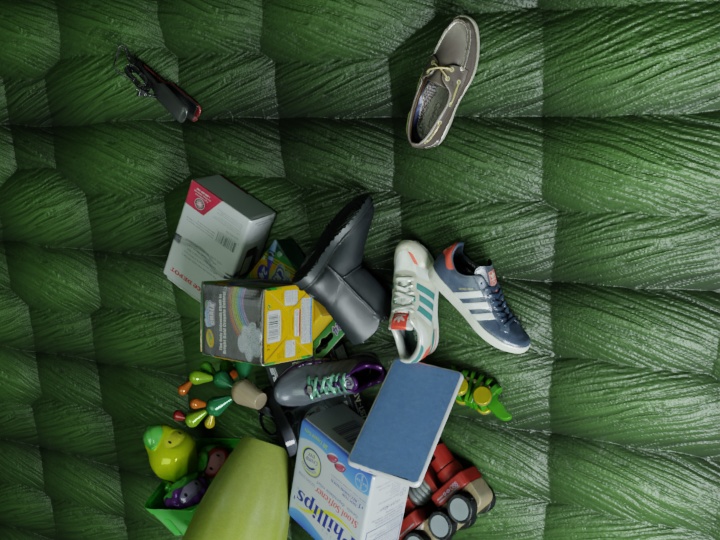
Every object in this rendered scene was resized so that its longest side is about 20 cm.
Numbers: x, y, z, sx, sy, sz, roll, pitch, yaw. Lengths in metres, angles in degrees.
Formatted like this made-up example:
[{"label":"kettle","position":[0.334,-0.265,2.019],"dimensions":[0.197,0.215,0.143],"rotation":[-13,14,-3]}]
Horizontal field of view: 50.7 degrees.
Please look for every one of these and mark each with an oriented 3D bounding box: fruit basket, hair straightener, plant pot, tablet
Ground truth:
[{"label":"fruit basket","position":[-0.329,0.381,1.469],"dimensions":[0.153,0.215,0.220],"rotation":[-6,101,28]},{"label":"hair straightener","position":[-0.379,-0.340,1.371],"dimensions":[0.200,0.077,0.041],"rotation":[46,121,10]},{"label":"plant pot","position":[-0.197,0.407,1.356],"dimensions":[0.184,0.187,0.204],"rotation":[11,75,24]},{"label":"tablet","position":[0.072,0.232,1.193],"dimensions":[0.128,0.202,0.014],"rotation":[10,145,29]}]

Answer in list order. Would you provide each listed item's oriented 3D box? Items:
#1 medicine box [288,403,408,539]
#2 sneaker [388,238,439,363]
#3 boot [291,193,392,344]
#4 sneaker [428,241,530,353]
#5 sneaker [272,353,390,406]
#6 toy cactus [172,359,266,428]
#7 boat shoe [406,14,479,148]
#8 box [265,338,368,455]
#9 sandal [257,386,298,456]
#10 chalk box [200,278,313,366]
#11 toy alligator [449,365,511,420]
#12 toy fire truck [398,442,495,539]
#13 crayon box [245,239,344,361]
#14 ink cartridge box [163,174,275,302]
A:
[{"label":"medicine box","position":[-0.019,0.364,1.278],"dimensions":[0.181,0.102,0.204],"rotation":[28,117,40]},{"label":"sneaker","position":[0.082,0.054,1.225],"dimensions":[0.069,0.093,0.204],"rotation":[1,104,27]},{"label":"boot","position":[0.000,0.000,1.259],"dimensions":[0.168,0.202,0.076],"rotation":[43,161,-24]},{"label":"sneaker","position":[0.195,0.038,1.171],"dimensions":[0.200,0.075,0.085],"rotation":[43,123,11]},{"label":"sneaker","position":[-0.050,0.182,1.274],"dimensions":[0.196,0.087,0.076],"rotation":[-15,94,-15]},{"label":"toy cactus","position":[-0.240,0.218,1.401],"dimensions":[0.163,0.200,0.103],"rotation":[20,144,34]},{"label":"boat shoe","position":[0.121,-0.278,1.134],"dimensions":[0.071,0.059,0.203],"rotation":[29,115,18]},{"label":"box","position":[-0.073,0.239,1.386],"dimensions":[0.158,0.043,0.204],"rotation":[-15,96,30]},{"label":"sandal","position":[-0.159,0.269,1.370],"dimensions":[0.042,0.200,0.077],"rotation":[-20,108,-13]},{"label":"chalk box","position":[-0.188,0.080,1.276],"dimensions":[0.197,0.123,0.127],"rotation":[5,96,39]},{"label":"toy alligator","position":[0.163,0.184,1.245],"dimensions":[0.197,0.060,0.055],"rotation":[21,70,24]},{"label":"toy fire truck","position":[0.102,0.365,1.298],"dimensions":[0.176,0.128,0.201],"rotation":[-48,62,25]},{"label":"crayon box","position":[-0.119,0.062,1.329],"dimensions":[0.126,0.051,0.201],"rotation":[-48,64,29]},{"label":"ink cartridge box","position":[-0.259,-0.048,1.384],"dimensions":[0.144,0.083,0.202],"rotation":[33,117,17]}]
